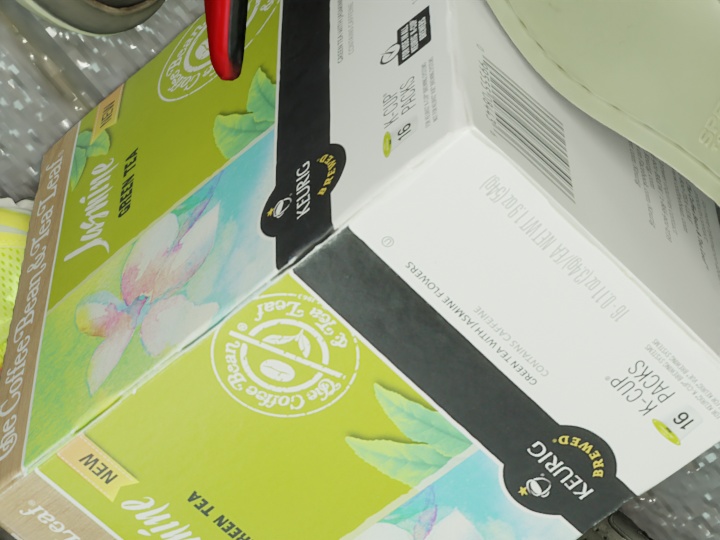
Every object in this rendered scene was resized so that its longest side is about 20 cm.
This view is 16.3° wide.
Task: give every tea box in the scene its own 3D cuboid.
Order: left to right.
[{"bbox_3d":[0.000,0.000,0.794,0.196,0.200,0.134,-39,116,22],"label":"tea box"}]

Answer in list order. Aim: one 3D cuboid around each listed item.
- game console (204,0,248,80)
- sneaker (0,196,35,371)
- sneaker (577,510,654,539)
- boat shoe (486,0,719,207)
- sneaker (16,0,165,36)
[{"bbox_3d":[0.010,-0.174,0.651,0.172,0.119,0.201,-18,131,-32],"label":"game console"},{"bbox_3d":[-0.092,0.057,0.898,0.078,0.091,0.200,-32,117,21],"label":"sneaker"},{"bbox_3d":[0.108,0.162,0.955,0.079,0.095,0.201,-39,124,-19],"label":"sneaker"},{"bbox_3d":[0.104,-0.063,0.703,0.201,0.060,0.072,48,124,21],"label":"boat shoe"},{"bbox_3d":[-0.081,-0.152,0.739,0.106,0.075,0.201,16,135,43],"label":"sneaker"}]
